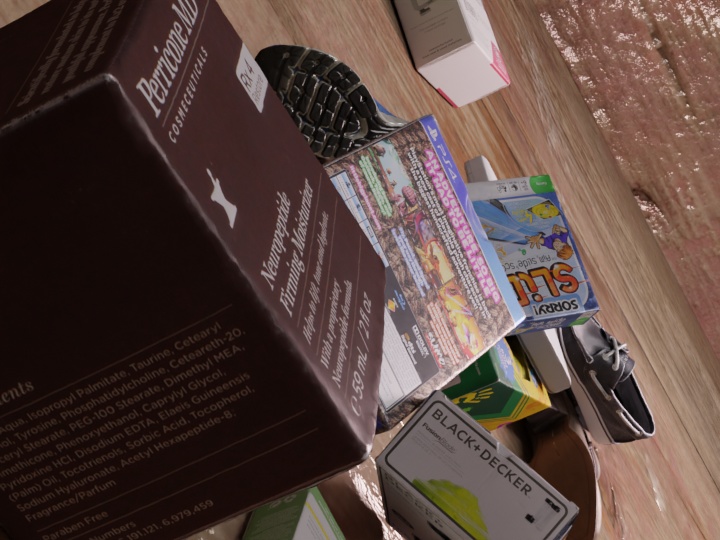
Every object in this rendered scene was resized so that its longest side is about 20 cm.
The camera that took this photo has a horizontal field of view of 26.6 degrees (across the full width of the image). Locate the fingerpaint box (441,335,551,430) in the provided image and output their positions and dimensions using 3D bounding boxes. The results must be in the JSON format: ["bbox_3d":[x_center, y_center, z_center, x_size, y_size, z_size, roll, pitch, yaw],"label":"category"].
[{"bbox_3d":[0.091,0.034,1.387,0.167,0.073,0.200,30,39,-64],"label":"fingerpaint box"}]

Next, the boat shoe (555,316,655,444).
[{"bbox_3d":[0.242,0.094,1.531,0.072,0.068,0.200,-51,124,-45],"label":"boat shoe"}]

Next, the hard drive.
[{"bbox_3d":[0.147,0.002,1.435,0.200,0.027,0.132,-102,165,-46],"label":"hard drive"}]

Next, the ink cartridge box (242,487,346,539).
[{"bbox_3d":[-0.027,0.223,0.817,0.146,0.048,0.200,63,14,-13],"label":"ink cartridge box"}]

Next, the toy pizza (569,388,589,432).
[{"bbox_3d":[0.213,0.087,1.658,0.200,0.032,0.200,59,-2,3],"label":"toy pizza"}]

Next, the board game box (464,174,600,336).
[{"bbox_3d":[0.092,-0.007,1.291,0.200,0.034,0.136,-8,68,-26],"label":"board game box"}]

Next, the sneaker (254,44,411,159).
[{"bbox_3d":[-0.022,-0.127,1.287,0.200,0.079,0.089,34,-3,-39],"label":"sneaker"}]

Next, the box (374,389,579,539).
[{"bbox_3d":[0.072,0.159,0.992,0.117,0.060,0.200,40,-14,14],"label":"box"}]

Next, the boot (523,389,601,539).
[{"bbox_3d":[0.214,0.199,1.554,0.146,0.070,0.200,40,31,-60],"label":"boot"}]

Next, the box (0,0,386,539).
[{"bbox_3d":[-0.107,-0.004,0.672,0.200,0.164,0.166,58,18,-25],"label":"box"}]

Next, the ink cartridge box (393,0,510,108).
[{"bbox_3d":[0.102,-0.325,1.899,0.146,0.083,0.200,31,39,-62],"label":"ink cartridge box"}]

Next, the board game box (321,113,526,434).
[{"bbox_3d":[-0.002,0.008,0.996,0.200,0.097,0.160,-31,97,-54],"label":"board game box"}]
